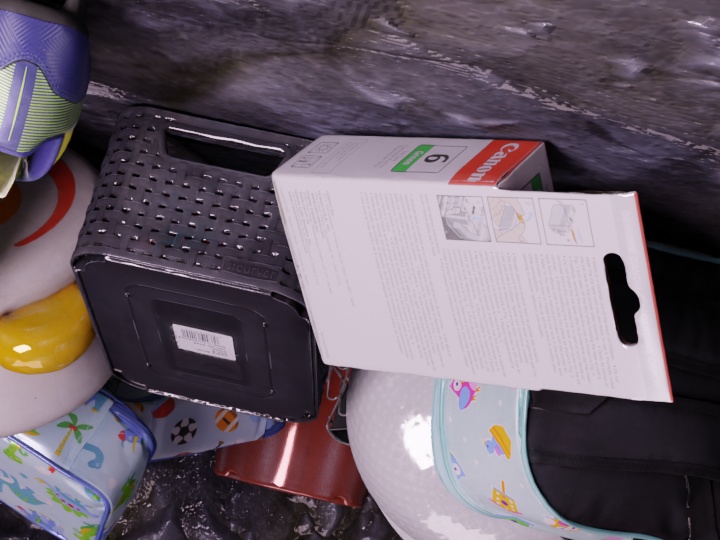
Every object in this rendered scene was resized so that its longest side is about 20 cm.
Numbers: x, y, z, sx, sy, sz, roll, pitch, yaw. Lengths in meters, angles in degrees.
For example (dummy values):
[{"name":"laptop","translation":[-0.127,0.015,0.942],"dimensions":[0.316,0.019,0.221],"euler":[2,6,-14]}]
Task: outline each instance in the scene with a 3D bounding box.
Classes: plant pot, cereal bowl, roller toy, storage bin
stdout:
[{"name":"plant pot","translation":[-0.048,0.114,1.476],"dimensions":[0.198,0.198,0.201],"euler":[13,173,2]},{"name":"cereal bowl","translation":[0.093,0.087,0.994],"dimensions":[0.198,0.203,0.083],"euler":[14,166,-7]},{"name":"roller toy","translation":[-0.242,0.002,0.978],"dimensions":[0.180,0.141,0.201],"euler":[2,-143,2]},{"name":"storage bin","translation":[-0.080,0.004,0.903],"dimensions":[0.133,0.095,0.200],"euler":[12,156,5]}]

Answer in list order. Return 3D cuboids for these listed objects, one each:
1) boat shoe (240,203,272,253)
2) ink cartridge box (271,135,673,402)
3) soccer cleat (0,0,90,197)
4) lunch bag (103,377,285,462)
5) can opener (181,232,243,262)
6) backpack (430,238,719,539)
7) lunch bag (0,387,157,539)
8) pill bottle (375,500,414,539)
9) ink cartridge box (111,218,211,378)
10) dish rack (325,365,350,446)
[{"name":"boat shoe","translation":[0.000,0.000,1.064],"dimensions":[0.068,0.085,0.200],"euler":[5,153,48]},{"name":"ink cartridge box","translation":[0.058,-0.004,0.738],"dimensions":[0.198,0.110,0.050],"euler":[4,-149,36]},{"name":"soccer cleat","translation":[-0.161,-0.073,0.710],"dimensions":[0.064,0.085,0.200],"euler":[14,173,-13]},{"name":"lunch bag","translation":[-0.158,0.084,1.280],"dimensions":[0.198,0.076,0.160],"euler":[-5,-152,-39]},{"name":"can opener","translation":[-0.139,0.009,1.107],"dimensions":[0.198,0.053,0.067],"euler":[-18,-163,-2]},{"name":"backpack","translation":[0.129,0.065,0.865],"dimensions":[0.199,0.178,0.152],"euler":[14,175,-42]},{"name":"lunch bag","translation":[-0.251,0.113,1.124],"dimensions":[0.199,0.083,0.161],"euler":[32,149,2]},{"name":"pill bottle","translation":[0.105,0.110,1.098],"dimensions":[0.199,0.115,0.114],"euler":[-32,-167,-23]},{"name":"ink cartridge box","translation":[-0.207,0.012,1.215],"dimensions":[0.197,0.089,0.146],"euler":[12,-159,1]},{"name":"dish rack","translation":[0.018,0.059,1.191],"dimensions":[0.152,0.055,0.201],"euler":[-7,140,24]}]
